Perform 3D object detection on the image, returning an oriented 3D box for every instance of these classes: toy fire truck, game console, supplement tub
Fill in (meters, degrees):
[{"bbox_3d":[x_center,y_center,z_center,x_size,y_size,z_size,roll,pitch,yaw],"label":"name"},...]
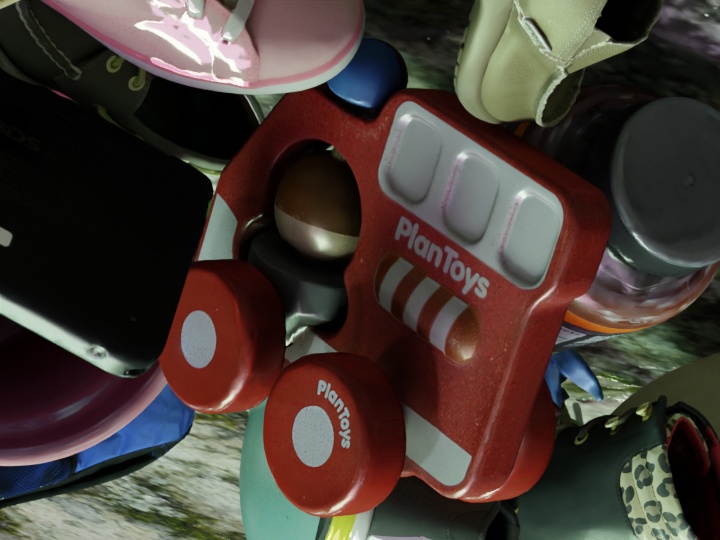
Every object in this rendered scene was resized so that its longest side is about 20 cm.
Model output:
[{"bbox_3d":[0.011,-0.001,1.120,0.112,0.168,0.200,0,-152,-42],"label":"toy fire truck"},{"bbox_3d":[-0.176,-0.033,1.136,0.200,0.176,0.116,29,131,-14],"label":"game console"},{"bbox_3d":[0.089,-0.020,1.173,0.107,0.107,0.200,24,160,-21],"label":"supplement tub"}]

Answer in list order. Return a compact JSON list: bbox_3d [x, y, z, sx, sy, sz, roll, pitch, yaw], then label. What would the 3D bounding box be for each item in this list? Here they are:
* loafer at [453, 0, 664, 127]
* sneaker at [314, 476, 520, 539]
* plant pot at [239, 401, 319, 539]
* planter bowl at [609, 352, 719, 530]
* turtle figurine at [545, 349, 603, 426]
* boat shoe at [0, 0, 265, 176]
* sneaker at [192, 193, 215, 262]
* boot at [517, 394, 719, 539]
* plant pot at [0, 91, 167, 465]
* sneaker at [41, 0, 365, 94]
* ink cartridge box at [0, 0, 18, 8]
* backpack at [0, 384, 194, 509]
[{"bbox_3d":[0.078,-0.102,0.989,0.067,0.076,0.200,21,163,9],"label":"loafer"},{"bbox_3d":[0.033,0.116,1.239,0.084,0.075,0.200,16,-178,11],"label":"sneaker"},{"bbox_3d":[0.006,0.165,1.745,0.200,0.135,0.200,16,163,5],"label":"plant pot"},{"bbox_3d":[0.217,0.152,1.375,0.199,0.135,0.201,-4,136,-4],"label":"planter bowl"},{"bbox_3d":[0.071,0.133,1.502,0.144,0.195,0.200,25,163,-29],"label":"turtle figurine"},{"bbox_3d":[-0.105,-0.097,1.177,0.060,0.072,0.202,8,162,28],"label":"boat shoe"},{"bbox_3d":[0.000,0.000,1.277,0.199,0.077,0.084,-1,-151,-32],"label":"sneaker"},{"bbox_3d":[0.101,0.080,1.336,0.073,0.204,0.154,0,158,-47],"label":"boot"},{"bbox_3d":[-0.187,-0.012,1.341,0.200,0.201,0.179,23,176,-16],"label":"plant pot"},{"bbox_3d":[-0.088,-0.132,1.051,0.200,0.076,0.105,23,167,-5],"label":"sneaker"},{"bbox_3d":[-0.163,-0.166,0.920,0.200,0.075,0.165,-11,117,56],"label":"ink cartridge box"},{"bbox_3d":[-0.194,0.047,1.526,0.199,0.168,0.162,-11,-163,-31],"label":"backpack"}]
